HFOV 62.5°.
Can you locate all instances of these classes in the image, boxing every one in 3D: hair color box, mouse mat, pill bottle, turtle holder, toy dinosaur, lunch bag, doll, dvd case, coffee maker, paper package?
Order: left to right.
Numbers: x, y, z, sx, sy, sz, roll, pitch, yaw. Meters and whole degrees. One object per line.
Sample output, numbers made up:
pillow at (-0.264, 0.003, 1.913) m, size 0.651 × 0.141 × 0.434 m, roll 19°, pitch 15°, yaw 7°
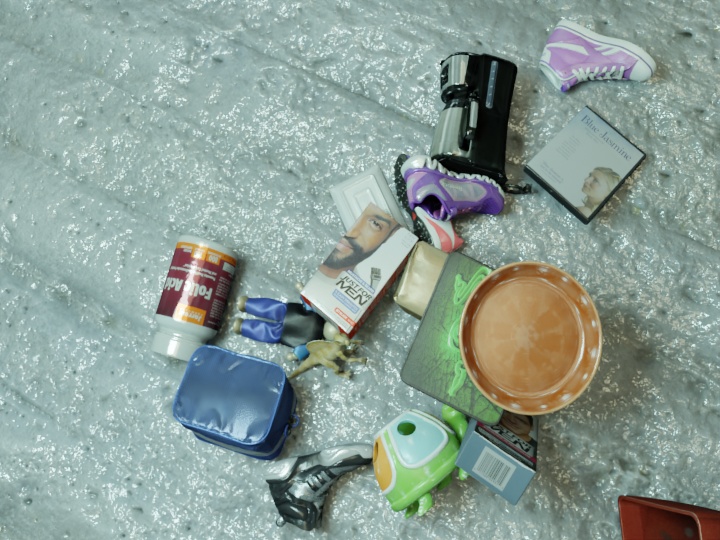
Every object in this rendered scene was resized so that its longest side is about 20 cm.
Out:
pill bottle at (-0.294, 0.052, 1.043) m, size 0.110 × 0.114 × 0.207 m, roll 12°, pitch 79°, yaw 9°
lunch bag at (-0.195, 0.225, 0.986) m, size 0.193 × 0.134 × 0.139 m, roll 15°, pitch 64°, yaw 11°
doll at (-0.122, 0.089, 1.047) m, size 0.193 × 0.049 × 0.141 m, roll 10°, pitch 80°, yaw 9°
toy dinosaur at (-0.053, 0.144, 1.009) m, size 0.099 × 0.199 × 0.060 m, roll 21°, pitch 51°, yaw -27°
hair color box at (0.000, 0.000, 1.014) m, size 0.110 × 0.064 × 0.202 m, roll 35°, pitch 77°, yaw 11°
turtle holder at (0.101, 0.282, 0.929) m, size 0.183 × 0.141 × 0.133 m, roll -37°, pitch 74°, yaw -1°
paper package at (0.163, 0.056, 0.945) m, size 0.195 × 0.191 × 0.106 m, roll 27°, pitch 87°, yaw 12°
mouse mat at (0.160, 0.095, 0.840) m, size 0.157 × 0.008 × 0.205 m, roll 24°, pitch 86°, yaw 6°
coffee maker at (0.215, -0.257, 1.055) m, size 0.188 × 0.133 × 0.207 m, roll 18°, pitch 77°, yaw -31°
hair color box at (0.209, 0.254, 0.889) m, size 0.097 × 0.199 × 0.062 m, roll 31°, pitch 104°, yaw 12°
dvd case at (0.392, -0.187, 1.029) m, size 0.142 × 0.018 × 0.199 m, roll 43°, pitch 66°, yaw 13°

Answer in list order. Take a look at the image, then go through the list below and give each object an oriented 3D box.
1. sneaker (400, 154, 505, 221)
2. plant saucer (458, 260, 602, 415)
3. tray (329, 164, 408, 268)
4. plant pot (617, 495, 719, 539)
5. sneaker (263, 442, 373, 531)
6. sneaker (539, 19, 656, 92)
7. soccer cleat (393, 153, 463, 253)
sneaker at (0.156, -0.120, 1.004) m, size 0.194 × 0.081 × 0.091 m, roll 14°, pitch 62°, yaw -18°
plant saucer at (0.231, 0.092, 0.816) m, size 0.192 × 0.032 × 0.208 m, roll 0°, pitch 84°, yaw 3°
tray at (0.025, -0.089, 1.083) m, size 0.105 × 0.022 × 0.205 m, roll -25°, pitch 76°, yaw 0°
plant pot at (0.502, 0.431, 0.830) m, size 0.169 × 0.200 × 0.208 m, roll 0°, pitch 77°, yaw -6°
sneaker at (-0.060, 0.354, 0.970) m, size 0.193 × 0.075 × 0.118 m, roll -16°, pitch 76°, yaw 9°
sneaker at (0.420, -0.360, 1.074) m, size 0.197 × 0.073 × 0.117 m, roll 30°, pitch 86°, yaw 23°
soccer cleat at (0.118, -0.119, 1.064) m, size 0.071 × 0.069 × 0.206 m, roll -13°, pitch 71°, yaw -21°
